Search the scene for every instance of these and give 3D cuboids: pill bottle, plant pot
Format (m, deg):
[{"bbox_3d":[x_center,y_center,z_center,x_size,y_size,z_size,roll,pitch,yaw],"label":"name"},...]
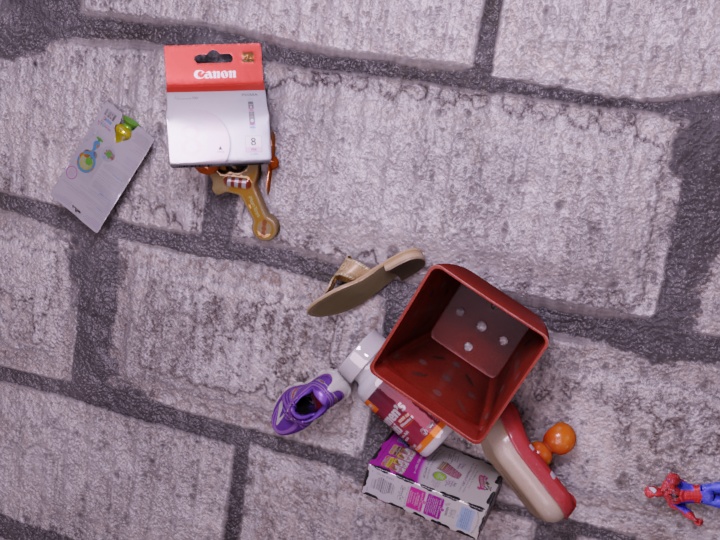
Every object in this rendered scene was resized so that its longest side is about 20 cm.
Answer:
[{"bbox_3d":[0.066,0.195,1.623,0.200,0.110,0.110,41,111,7],"label":"pill bottle"},{"bbox_3d":[0.166,0.107,1.533,0.200,0.176,0.200,34,109,10],"label":"plant pot"}]

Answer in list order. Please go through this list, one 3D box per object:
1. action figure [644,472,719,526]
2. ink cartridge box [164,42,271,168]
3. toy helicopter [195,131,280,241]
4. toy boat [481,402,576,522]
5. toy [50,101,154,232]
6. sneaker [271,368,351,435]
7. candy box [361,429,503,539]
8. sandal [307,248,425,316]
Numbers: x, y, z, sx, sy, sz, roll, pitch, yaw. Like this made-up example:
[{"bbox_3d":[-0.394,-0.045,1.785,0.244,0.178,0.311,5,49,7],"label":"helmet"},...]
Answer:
[{"bbox_3d":[0.524,0.343,1.503,0.200,0.099,0.065,-2,100,22],"label":"action figure"},{"bbox_3d":[-0.229,-0.266,1.603,0.162,0.057,0.200,-4,91,-10],"label":"ink cartridge box"},{"bbox_3d":[-0.180,-0.145,1.670,0.132,0.079,0.200,-21,105,13],"label":"toy helicopter"},{"bbox_3d":[0.280,0.285,1.577,0.131,0.131,0.200,-38,88,-8],"label":"toy boat"},{"bbox_3d":[-0.442,-0.180,1.756,0.115,0.047,0.200,38,107,12],"label":"toy"},{"bbox_3d":[-0.101,0.226,1.685,0.081,0.083,0.200,53,135,5],"label":"sneaker"},{"bbox_3d":[0.119,0.339,1.619,0.200,0.136,0.061,19,114,16],"label":"candy box"},{"bbox_3d":[0.002,0.002,1.640,0.212,0.078,0.070,-27,60,16],"label":"sandal"}]
